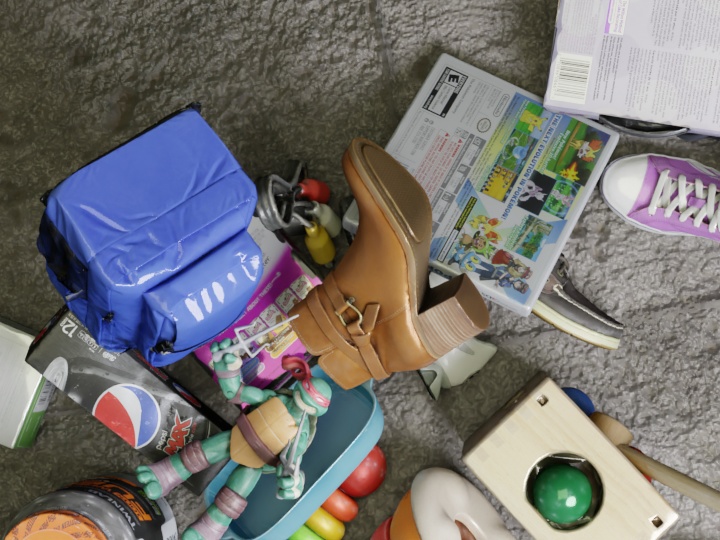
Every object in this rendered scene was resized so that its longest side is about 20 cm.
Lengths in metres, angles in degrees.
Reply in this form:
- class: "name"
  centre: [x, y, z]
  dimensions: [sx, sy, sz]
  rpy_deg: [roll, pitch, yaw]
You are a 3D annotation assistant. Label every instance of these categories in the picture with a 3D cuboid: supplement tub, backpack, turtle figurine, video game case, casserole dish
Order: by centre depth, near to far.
- class: "backpack"
  centre: [-0.174, -0.008, 1.153]
  dimensions: [0.162, 0.200, 0.168]
  rpy_deg: [-28, 82, -23]
- class: "turtle figurine"
  centre: [-0.088, 0.143, 1.190]
  dimensions: [0.200, 0.101, 0.150]
  rpy_deg: [-44, 60, 9]
- class: "supplement tub"
  centre: [-0.238, 0.246, 1.218]
  dimensions: [0.122, 0.200, 0.123]
  rpy_deg: [0, 88, 5]
- class: "video game case"
  centre: [0.109, -0.080, 1.243]
  dimensions: [0.182, 0.022, 0.200]
  rpy_deg: [26, 66, 10]
- class: "casserole dish"
  centre: [-0.055, 0.168, 1.250]
  dimensions: [0.200, 0.121, 0.039]
  rpy_deg: [-47, 126, -6]

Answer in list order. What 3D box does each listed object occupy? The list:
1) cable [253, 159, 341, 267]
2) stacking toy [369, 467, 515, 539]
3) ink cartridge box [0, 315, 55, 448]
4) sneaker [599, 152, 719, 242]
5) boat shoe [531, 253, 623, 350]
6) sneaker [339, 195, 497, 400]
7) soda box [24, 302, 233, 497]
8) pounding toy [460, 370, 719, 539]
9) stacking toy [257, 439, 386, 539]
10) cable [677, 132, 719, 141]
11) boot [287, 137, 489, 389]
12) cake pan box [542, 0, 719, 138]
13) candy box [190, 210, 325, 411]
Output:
- class: "cable"
  centre: [-0.052, -0.065, 1.214]
  dimensions: [0.050, 0.200, 0.098]
  rpy_deg: [-7, 79, 6]
- class: "stacking toy"
  centre: [0.034, 0.282, 1.247]
  dimensions: [0.200, 0.146, 0.146]
  rpy_deg: [-37, 85, 22]
- class: "ink cartridge box"
  centre: [-0.385, 0.081, 1.308]
  dimensions: [0.199, 0.059, 0.104]
  rpy_deg: [22, 88, 5]
- class: "sneaker"
  centre: [0.309, -0.059, 1.221]
  dimensions: [0.200, 0.114, 0.073]
  rpy_deg: [17, 91, 7]
- class: "boat shoe"
  centre: [0.155, 0.000, 1.253]
  dimensions: [0.200, 0.073, 0.065]
  rpy_deg: [32, 96, 6]
- class: "sneaker"
  centre: [0.053, 0.009, 1.267]
  dimensions: [0.088, 0.074, 0.200]
  rpy_deg: [-31, 93, -1]
- class: "soda box"
  centre: [-0.203, 0.113, 1.256]
  dimensions: [0.200, 0.071, 0.063]
  rpy_deg: [40, 90, -12]
- class: "pounding toy"
  centre: [0.198, 0.173, 1.178]
  dimensions: [0.142, 0.200, 0.184]
  rpy_deg: [-44, 85, 2]
- class: "stacking toy"
  centre: [-0.051, 0.234, 1.266]
  dimensions: [0.085, 0.085, 0.200]
  rpy_deg: [37, 86, 6]
- class: "cable"
  centre: [0.346, -0.198, 1.253]
  dimensions: [0.199, 0.051, 0.164]
  rpy_deg: [-2, 88, 5]
- class: "boot"
  centre: [0.000, 0.000, 1.189]
  dimensions: [0.155, 0.077, 0.200]
  rpy_deg: [-26, 106, 30]
- class: "cake pan box"
  centre: [0.264, -0.217, 1.221]
  dimensions: [0.184, 0.052, 0.201]
  rpy_deg: [8, 94, 11]
- class: "candy box"
  centre: [-0.119, 0.013, 1.285]
  dimensions: [0.136, 0.061, 0.200]
  rpy_deg: [-43, 85, 2]
